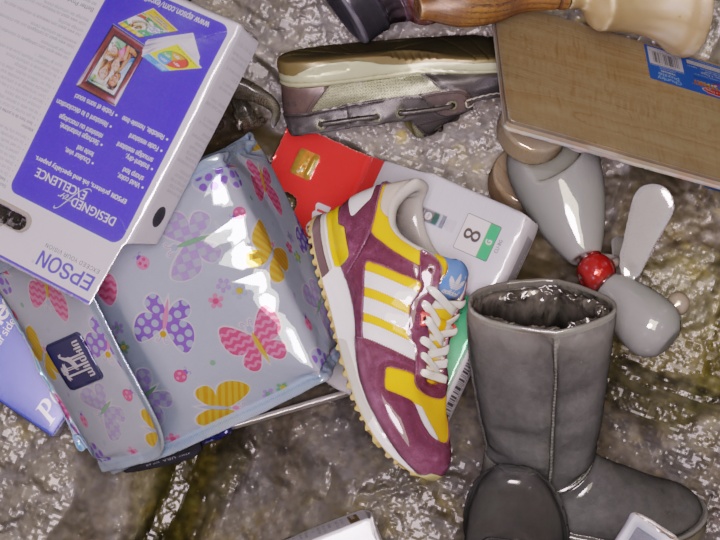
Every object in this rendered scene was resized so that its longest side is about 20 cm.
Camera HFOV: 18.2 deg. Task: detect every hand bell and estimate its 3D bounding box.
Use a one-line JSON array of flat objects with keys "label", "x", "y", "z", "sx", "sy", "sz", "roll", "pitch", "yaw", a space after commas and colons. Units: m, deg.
[{"label": "hand bell", "x": 0.131, "y": -0.188, "z": 1.544, "sx": 0.199, "sy": 0.104, "sz": 0.105, "roll": -8, "pitch": 86, "yaw": -18}]

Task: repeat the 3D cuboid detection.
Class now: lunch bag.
[{"label": "lunch bag", "x": -0.129, "y": 0.029, "z": 1.481, "sx": 0.200, "sy": 0.127, "sz": 0.170, "roll": -23, "pitch": 97, "yaw": 18}]

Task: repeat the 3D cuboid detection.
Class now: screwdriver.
[{"label": "screwdriver", "x": -0.076, "y": 0.101, "z": 1.573, "sx": 0.199, "sy": 0.028, "sz": 0.029, "roll": -20, "pitch": 116, "yaw": -1}]

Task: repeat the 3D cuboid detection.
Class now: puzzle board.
[{"label": "puzzle board", "x": 0.186, "y": -0.115, "z": 1.545, "sx": 0.199, "sy": 0.151, "sz": 0.017, "roll": 15, "pitch": 126, "yaw": -13}]

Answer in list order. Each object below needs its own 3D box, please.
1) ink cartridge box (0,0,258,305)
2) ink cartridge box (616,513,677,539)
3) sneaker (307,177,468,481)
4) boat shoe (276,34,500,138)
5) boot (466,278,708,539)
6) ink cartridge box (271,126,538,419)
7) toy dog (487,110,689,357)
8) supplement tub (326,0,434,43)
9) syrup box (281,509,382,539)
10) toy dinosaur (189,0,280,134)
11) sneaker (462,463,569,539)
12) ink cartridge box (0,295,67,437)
[{"label": "ink cartridge box", "x": -0.190, "y": -0.097, "z": 1.427, "sx": 0.198, "sy": 0.043, "sz": 0.200, "roll": 26, "pitch": 85, "yaw": 27}, {"label": "ink cartridge box", "x": 0.138, "y": 0.275, "z": 1.468, "sx": 0.043, "sy": 0.198, "sz": 0.200, "roll": 30, "pitch": 72, "yaw": 16}, {"label": "sneaker", "x": 0.034, "y": 0.035, "z": 1.463, "sx": 0.090, "sy": 0.075, "sz": 0.201, "roll": -26, "pitch": 71, "yaw": 19}, {"label": "boat shoe", "x": 0.039, "y": -0.127, "z": 1.580, "sx": 0.200, "sy": 0.072, "sz": 0.066, "roll": -3, "pitch": 109, "yaw": -14}, {"label": "boot", "x": 0.156, "y": 0.099, "z": 1.516, "sx": 0.181, "sy": 0.073, "sz": 0.201, "roll": 1, "pitch": 121, "yaw": -4}, {"label": "ink cartridge box", "x": 0.000, "y": 0.000, "z": 1.544, "sx": 0.200, "sy": 0.050, "sz": 0.161, "roll": 24, "pitch": 87, "yaw": 15}, {"label": "toy dog", "x": 0.169, "y": -0.040, "z": 1.552, "sx": 0.096, "sy": 0.132, "sz": 0.200, "roll": -28, "pitch": 91, "yaw": -17}, {"label": "supplement tub", "x": 0.063, "y": -0.243, "z": 1.566, "sx": 0.200, "sy": 0.107, "sz": 0.107, "roll": -37, "pitch": 89, "yaw": -5}, {"label": "syrup box", "x": -0.072, "y": 0.237, "z": 1.539, "sx": 0.199, "sy": 0.081, "sz": 0.079, "roll": -21, "pitch": 89, "yaw": -5}, {"label": "toy dinosaur", "x": -0.119, "y": -0.142, "z": 1.537, "sx": 0.077, "sy": 0.200, "sz": 0.102, "roll": -36, "pitch": 129, "yaw": 5}, {"label": "sneaker", "x": 0.098, "y": 0.227, "z": 1.512, "sx": 0.076, "sy": 0.091, "sz": 0.201, "roll": 5, "pitch": 111, "yaw": 7}, {"label": "ink cartridge box", "x": -0.195, "y": 0.008, "z": 1.566, "sx": 0.094, "sy": 0.044, "sz": 0.200, "roll": 33, "pitch": 86, "yaw": 1}]
